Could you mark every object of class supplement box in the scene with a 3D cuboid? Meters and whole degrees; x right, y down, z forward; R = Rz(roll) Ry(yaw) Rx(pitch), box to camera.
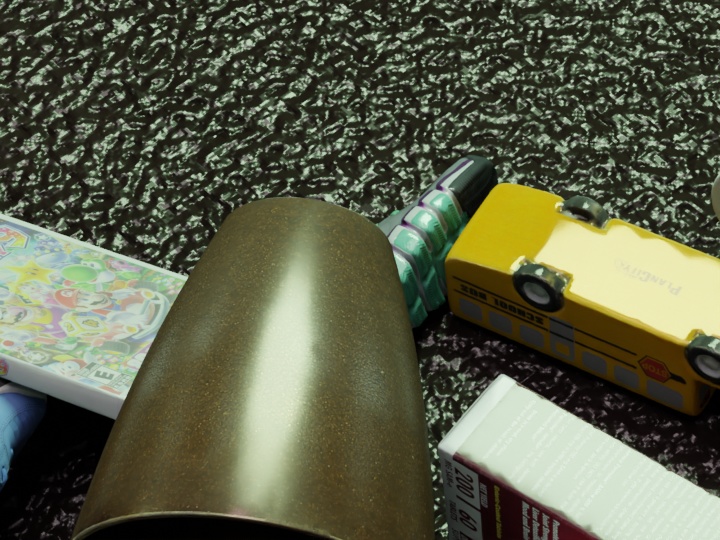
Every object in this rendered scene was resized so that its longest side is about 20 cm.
[{"bbox_3d":[0.137,0.147,1.292,0.199,0.109,0.061,28,59,27],"label":"supplement box"}]

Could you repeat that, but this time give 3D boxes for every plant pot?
[{"bbox_3d":[-0.040,0.072,1.303,0.185,0.187,0.201,4,61,10],"label":"plant pot"}]

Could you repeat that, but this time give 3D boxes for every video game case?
[{"bbox_3d":[-0.178,0.019,1.409,0.199,0.018,0.143,18,28,20],"label":"video game case"}]

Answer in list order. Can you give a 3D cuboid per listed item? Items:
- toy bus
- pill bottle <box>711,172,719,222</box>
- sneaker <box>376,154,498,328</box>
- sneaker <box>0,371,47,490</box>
[{"bbox_3d":[0.146,0.020,1.408,0.199,0.079,0.065,23,57,23],"label":"toy bus"},{"bbox_3d":[0.284,-0.095,1.459,0.112,0.113,0.200,24,59,23],"label":"pill bottle"},{"bbox_3d":[0.000,0.000,1.448,0.087,0.075,0.200,21,58,28],"label":"sneaker"},{"bbox_3d":[-0.219,0.131,1.325,0.077,0.076,0.200,33,50,6],"label":"sneaker"}]
